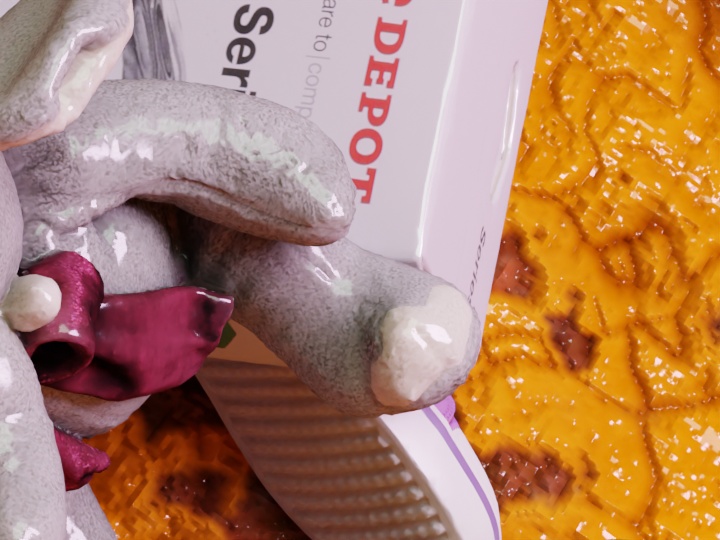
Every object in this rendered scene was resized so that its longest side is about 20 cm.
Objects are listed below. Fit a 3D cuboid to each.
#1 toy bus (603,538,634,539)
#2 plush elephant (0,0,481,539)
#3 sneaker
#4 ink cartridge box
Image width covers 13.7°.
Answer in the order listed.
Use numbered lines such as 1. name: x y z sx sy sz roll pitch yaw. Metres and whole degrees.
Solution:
1. toy bus: 0.034 0.123 0.815 0.199 0.065 0.079 -10 91 -25
2. plush elephant: -0.090 0.006 0.695 0.201 0.164 0.155 57 18 -4
3. sneaker: 0.000 -0.001 0.901 0.114 0.073 0.201 -26 69 -35
4. ink cartridge box: -0.057 -0.058 0.833 0.199 0.084 0.147 5 66 13
